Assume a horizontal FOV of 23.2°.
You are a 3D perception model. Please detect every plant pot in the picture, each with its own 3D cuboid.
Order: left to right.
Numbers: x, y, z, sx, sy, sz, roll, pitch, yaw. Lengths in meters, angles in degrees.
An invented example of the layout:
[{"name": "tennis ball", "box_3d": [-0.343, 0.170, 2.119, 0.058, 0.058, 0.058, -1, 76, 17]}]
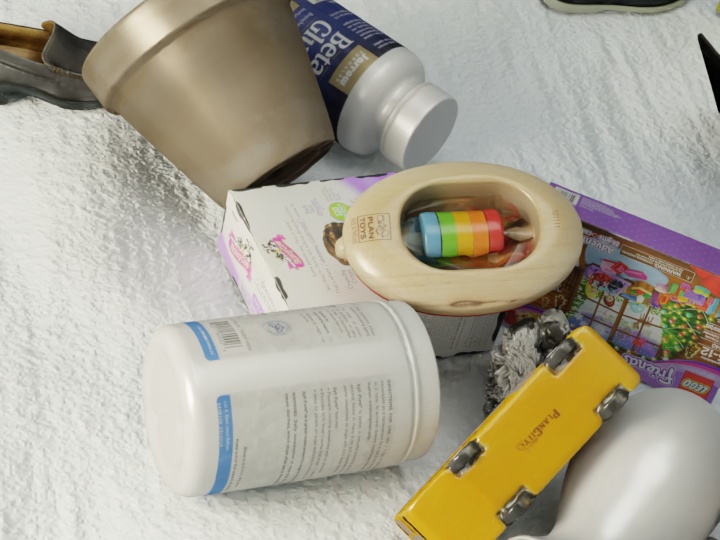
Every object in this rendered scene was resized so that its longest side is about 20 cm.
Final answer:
[{"name": "plant pot", "box_3d": [-0.115, -0.155, 1.550, 0.200, 0.200, 0.174, -30, 83, -39]}]

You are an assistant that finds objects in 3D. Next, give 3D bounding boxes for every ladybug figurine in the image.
[{"name": "ladybug figurine", "box_3d": [0.078, -0.019, 1.418, 0.200, 0.072, 0.136, 0, 62, -6]}]

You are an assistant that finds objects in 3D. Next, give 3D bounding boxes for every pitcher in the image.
[{"name": "pitcher", "box_3d": [0.221, 0.198, 1.328, 0.172, 0.121, 0.200, 46, 53, -3]}]

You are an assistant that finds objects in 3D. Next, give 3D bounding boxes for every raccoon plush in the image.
[{"name": "raccoon plush", "box_3d": [0.123, 0.117, 1.425, 0.097, 0.134, 0.200, 37, 76, 2]}]

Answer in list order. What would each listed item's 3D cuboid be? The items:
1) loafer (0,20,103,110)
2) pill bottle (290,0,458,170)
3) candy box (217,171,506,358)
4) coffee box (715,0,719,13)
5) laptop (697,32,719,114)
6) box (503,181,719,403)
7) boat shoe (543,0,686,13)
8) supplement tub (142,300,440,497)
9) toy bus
[{"name": "loafer", "box_3d": [-0.285, -0.196, 1.622, 0.200, 0.072, 0.073, -3, 43, -21]}, {"name": "pill bottle", "box_3d": [-0.010, -0.179, 1.658, 0.200, 0.111, 0.111, 35, 45, 21]}, {"name": "candy box", "box_3d": [0.000, 0.000, 1.496, 0.200, 0.072, 0.168, -7, 46, -24]}, {"name": "coffee box", "box_3d": [0.552, -0.337, 1.932, 0.198, 0.200, 0.200, -25, 55, -36]}, {"name": "laptop", "box_3d": [0.449, -0.148, 1.764, 0.116, 0.200, 0.187, -31, 51, 1]}, {"name": "box", "box_3d": [0.230, 0.022, 1.491, 0.200, 0.137, 0.039, 22, 41, 8]}, {"name": "boat shoe", "box_3d": [0.295, -0.333, 1.951, 0.199, 0.066, 0.075, -5, 45, -21]}, {"name": "supplement tub", "box_3d": [-0.055, 0.095, 1.331, 0.200, 0.132, 0.132, -5, 45, -22]}, {"name": "toy bus", "box_3d": [0.118, 0.134, 1.310, 0.065, 0.078, 0.200, 44, 77, 4]}]
